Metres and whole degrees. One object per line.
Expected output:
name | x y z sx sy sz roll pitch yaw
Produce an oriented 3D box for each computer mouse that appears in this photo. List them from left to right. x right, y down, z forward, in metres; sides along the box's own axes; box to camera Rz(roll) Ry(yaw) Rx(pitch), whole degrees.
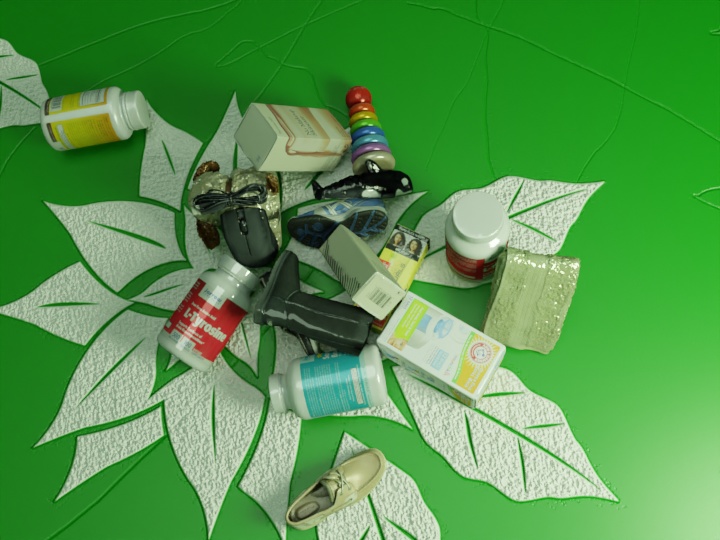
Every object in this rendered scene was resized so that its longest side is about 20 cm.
computer mouse | -0.209 -0.064 1.450 0.138 0.200 0.053 -10 48 8

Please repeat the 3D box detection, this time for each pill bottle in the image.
pill bottle | -0.545 -0.315 1.659 0.199 0.109 0.110 -9 70 4
pill bottle | -0.273 0.076 1.481 0.112 0.112 0.200 32 83 16
pill bottle | -0.057 0.200 1.422 0.199 0.111 0.111 -11 70 2
pill bottle | 0.206 -0.060 1.425 0.112 0.200 0.113 -2 71 6

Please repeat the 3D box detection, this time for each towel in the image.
towel | 0.293 0.055 1.395 0.148 0.201 0.037 8 31 -3

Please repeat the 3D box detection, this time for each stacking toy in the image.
stacking toy | 0.008 -0.283 1.602 0.085 0.085 0.201 -14 66 2

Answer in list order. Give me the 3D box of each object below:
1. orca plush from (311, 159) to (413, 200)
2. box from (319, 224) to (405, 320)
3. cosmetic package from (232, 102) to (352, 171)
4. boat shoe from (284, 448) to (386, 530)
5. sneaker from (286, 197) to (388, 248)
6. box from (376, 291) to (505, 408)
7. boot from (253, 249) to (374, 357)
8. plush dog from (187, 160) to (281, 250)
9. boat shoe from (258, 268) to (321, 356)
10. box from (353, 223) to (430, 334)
orca plush | 0.006 -0.179 1.537 0.199 0.105 0.071 -2 105 -6
box | 0.000 0.000 1.442 0.068 0.082 0.200 -48 32 8
cosmetic package | -0.127 -0.252 1.535 0.103 0.200 0.087 53 126 23
boat shoe | -0.042 0.376 1.383 0.200 0.065 0.072 -33 70 -5
sneaker | -0.043 -0.098 1.554 0.199 0.076 0.077 -7 40 9
box | 0.144 0.142 1.423 0.200 0.101 0.113 30 77 16
boot | -0.068 0.054 1.426 0.199 0.066 0.165 14 55 10
plush dog | -0.239 -0.131 1.524 0.171 0.161 0.201 -3 71 -6
boat shoe | -0.132 0.081 1.492 0.060 0.074 0.200 -26 67 -3
box | 0.056 0.018 1.504 0.075 0.050 0.200 26 76 14
